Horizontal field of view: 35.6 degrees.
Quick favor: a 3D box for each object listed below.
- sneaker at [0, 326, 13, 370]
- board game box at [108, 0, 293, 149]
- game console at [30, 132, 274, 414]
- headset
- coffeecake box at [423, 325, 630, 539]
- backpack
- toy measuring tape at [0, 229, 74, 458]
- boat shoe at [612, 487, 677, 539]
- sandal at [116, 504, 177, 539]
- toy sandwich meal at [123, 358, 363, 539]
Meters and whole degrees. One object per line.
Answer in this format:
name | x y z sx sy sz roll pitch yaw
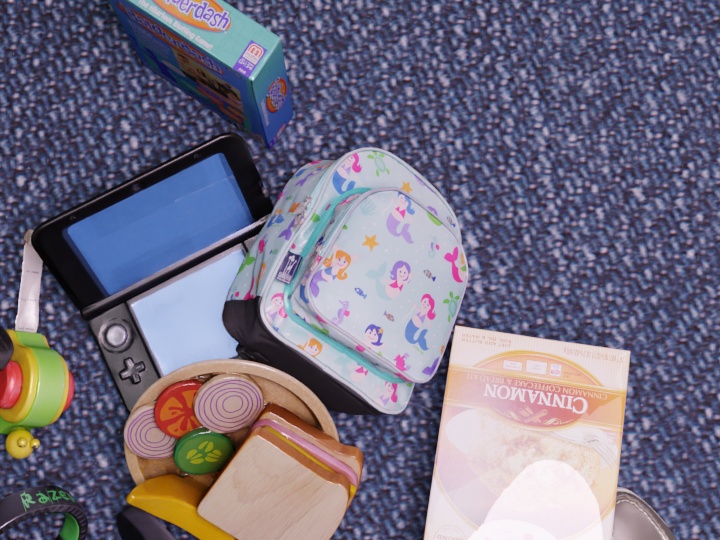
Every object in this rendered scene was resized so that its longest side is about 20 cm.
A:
sneaker | -0.385 0.083 0.973 0.198 0.075 0.117 21 95 31
board game box | -0.134 -0.187 0.962 0.151 0.200 0.045 34 83 4
game console | -0.152 0.010 0.974 0.198 0.116 0.177 -26 82 -4
headset | -0.315 0.257 0.944 0.094 0.123 0.201 40 101 30
coffeecake box | 0.140 0.163 0.955 0.151 0.073 0.203 8 74 7
backpack | 0.000 0.000 0.944 0.177 0.150 0.202 37 60 -26
toy measuring tape | -0.283 0.064 0.986 0.072 0.074 0.203 5 82 1
boat shoe | 0.263 0.282 0.962 0.071 0.060 0.204 -25 82 -4
sandal | -0.144 0.271 0.926 0.043 0.077 0.199 -31 45 -33
toy sandwich meal | -0.103 0.167 0.934 0.202 0.071 0.208 0 119 0
